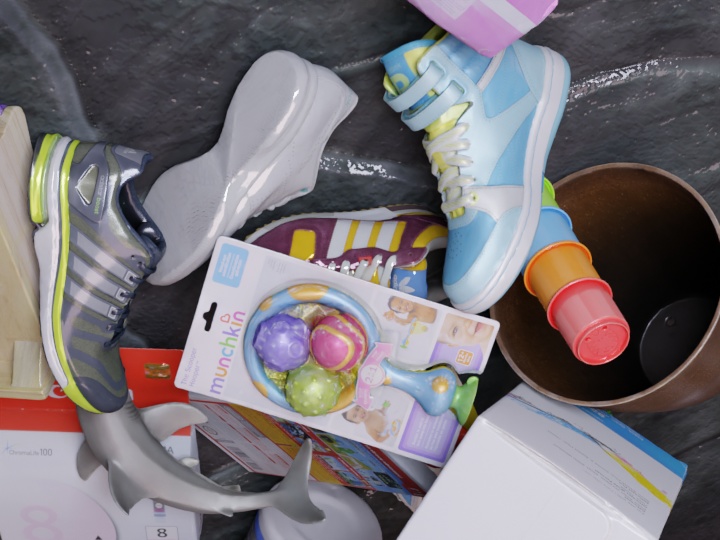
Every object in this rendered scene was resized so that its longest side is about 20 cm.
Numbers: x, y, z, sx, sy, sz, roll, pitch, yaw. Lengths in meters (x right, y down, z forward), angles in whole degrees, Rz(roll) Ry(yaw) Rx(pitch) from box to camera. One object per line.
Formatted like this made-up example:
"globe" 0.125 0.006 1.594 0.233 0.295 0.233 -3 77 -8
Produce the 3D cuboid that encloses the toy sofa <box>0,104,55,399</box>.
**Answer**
"toy sofa" -0.258 -0.013 0.847 0.083 0.098 0.200 2 133 12

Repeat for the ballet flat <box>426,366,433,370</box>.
"ballet flat" -0.012 0.069 1.001 0.200 0.068 0.068 5 143 -29

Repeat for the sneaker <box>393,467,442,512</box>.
"sneaker" 0.059 0.192 1.138 0.072 0.072 0.200 1 140 18

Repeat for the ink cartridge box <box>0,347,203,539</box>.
"ink cartridge box" -0.211 0.146 0.986 0.162 0.057 0.200 1 135 0

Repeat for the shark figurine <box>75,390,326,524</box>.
"shark figurine" -0.140 0.155 0.925 0.214 0.090 0.128 30 113 -7

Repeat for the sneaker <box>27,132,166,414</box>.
"sneaker" -0.171 0.006 0.844 0.081 0.074 0.200 -1 112 4

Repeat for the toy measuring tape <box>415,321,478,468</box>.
"toy measuring tape" 0.045 0.097 0.946 0.073 0.074 0.200 -24 144 2

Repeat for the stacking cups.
"stacking cups" 0.135 -0.011 0.889 0.060 0.200 0.061 -11 133 -12

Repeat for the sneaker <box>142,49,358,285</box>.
"sneaker" -0.076 -0.058 0.872 0.200 0.075 0.088 -46 147 24

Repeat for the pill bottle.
"pill bottle" -0.066 0.293 1.141 0.114 0.114 0.200 8 126 -24

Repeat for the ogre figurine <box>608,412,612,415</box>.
"ogre figurine" 0.149 0.190 1.125 0.098 0.200 0.120 23 144 11

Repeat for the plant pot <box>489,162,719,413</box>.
"plant pot" 0.231 0.037 0.999 0.187 0.187 0.200 -40 145 16

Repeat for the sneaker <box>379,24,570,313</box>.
"sneaker" 0.058 -0.080 0.842 0.130 0.200 0.080 24 159 -26

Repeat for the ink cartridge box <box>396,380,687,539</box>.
"ink cartridge box" 0.130 0.183 0.914 0.147 0.145 0.200 -60 166 14

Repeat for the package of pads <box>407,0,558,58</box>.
"package of pads" 0.022 -0.221 0.724 0.200 0.121 0.076 29 122 -36

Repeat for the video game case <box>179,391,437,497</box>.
"video game case" -0.051 0.131 0.988 0.200 0.017 0.143 1 147 38

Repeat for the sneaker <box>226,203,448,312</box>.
"sneaker" 0.000 0.000 0.896 0.200 0.090 0.075 -16 119 -29

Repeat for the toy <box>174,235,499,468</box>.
"toy" -0.016 0.063 0.843 0.200 0.047 0.115 16 106 -8
